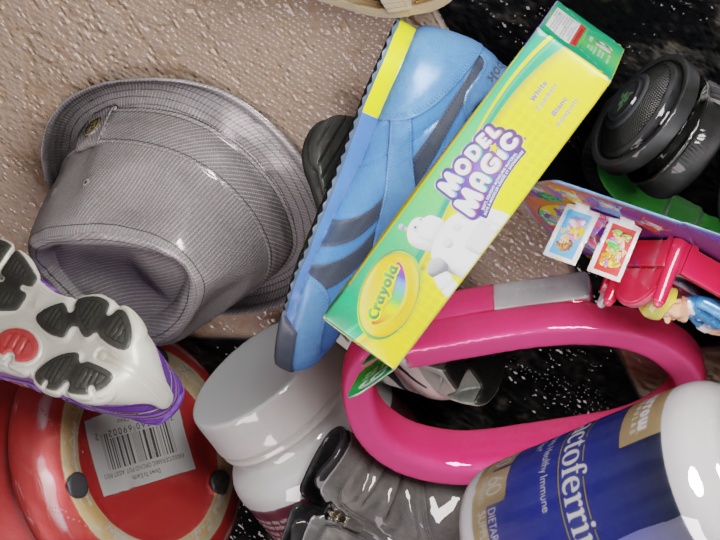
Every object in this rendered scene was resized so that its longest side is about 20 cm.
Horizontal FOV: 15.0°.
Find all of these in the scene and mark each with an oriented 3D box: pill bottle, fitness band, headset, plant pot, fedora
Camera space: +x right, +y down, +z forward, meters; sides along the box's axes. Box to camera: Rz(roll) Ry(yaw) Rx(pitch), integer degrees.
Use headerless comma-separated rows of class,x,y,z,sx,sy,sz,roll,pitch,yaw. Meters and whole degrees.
pill bottle,-0.004,0.131,1.648,0.114,0.114,0.200,-12,124,47
fitness band,0.088,0.064,1.491,0.199,0.038,0.144,-9,140,14
headset,0.180,-0.067,1.318,0.123,0.094,0.200,26,160,2
plant pot,-0.187,0.137,1.739,0.182,0.201,0.201,-17,120,45
pill bottle,0.161,0.126,1.451,0.200,0.116,0.116,-26,115,30
fedora,-0.119,-0.019,1.587,0.200,0.090,0.177,-4,130,43

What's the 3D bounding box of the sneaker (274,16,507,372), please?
sneaker,0.016,-0.028,1.414,0.078,0.066,0.201,22,105,-4

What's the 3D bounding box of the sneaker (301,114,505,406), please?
sneaker,0.000,0.000,1.525,0.088,0.074,0.200,0,132,37

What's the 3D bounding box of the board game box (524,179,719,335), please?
board game box,0.168,0.016,1.374,0.200,0.039,0.158,20,169,21

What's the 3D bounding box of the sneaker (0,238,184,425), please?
sneaker,-0.183,0.046,1.590,0.200,0.081,0.083,26,166,40

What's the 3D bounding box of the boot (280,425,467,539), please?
boot,0.006,0.196,1.578,0.131,0.201,0.070,13,178,-18

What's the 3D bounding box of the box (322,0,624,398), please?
box,0.049,-0.033,1.323,0.048,0.117,0.200,35,104,0

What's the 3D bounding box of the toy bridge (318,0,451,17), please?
toy bridge,0.011,-0.159,1.369,0.200,0.027,0.067,-4,130,43
